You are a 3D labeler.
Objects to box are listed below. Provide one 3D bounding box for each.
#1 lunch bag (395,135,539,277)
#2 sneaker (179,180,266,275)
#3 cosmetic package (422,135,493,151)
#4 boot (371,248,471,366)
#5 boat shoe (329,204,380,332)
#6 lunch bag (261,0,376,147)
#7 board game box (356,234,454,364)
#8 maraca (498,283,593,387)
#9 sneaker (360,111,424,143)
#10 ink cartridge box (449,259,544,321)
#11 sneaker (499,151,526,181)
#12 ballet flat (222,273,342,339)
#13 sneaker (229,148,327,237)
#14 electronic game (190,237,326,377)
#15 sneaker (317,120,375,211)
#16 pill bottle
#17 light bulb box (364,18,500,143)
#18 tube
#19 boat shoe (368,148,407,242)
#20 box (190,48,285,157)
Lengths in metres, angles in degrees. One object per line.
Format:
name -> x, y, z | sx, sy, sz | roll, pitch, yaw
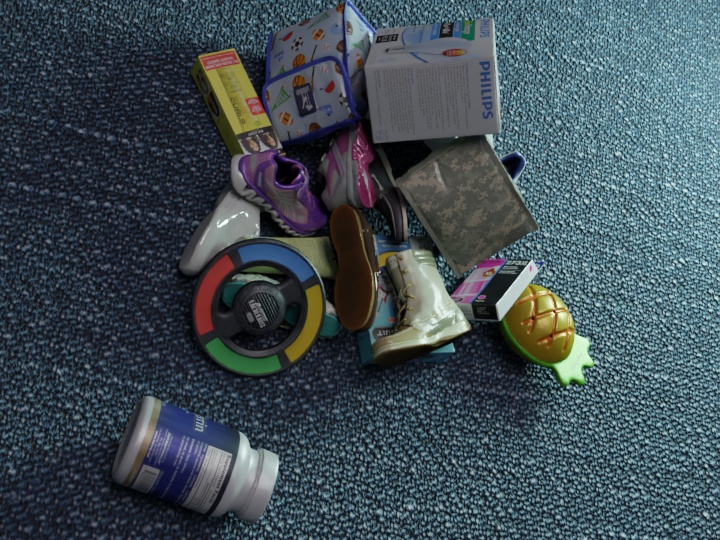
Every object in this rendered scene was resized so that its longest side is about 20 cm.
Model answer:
lunch bag -> 0.166, -0.121, 1.586 | 0.201, 0.162, 0.118 | 54, 11, -31
sneaker -> -0.194, -0.056, 1.480 | 0.088, 0.075, 0.202 | 42, 52, -17
cosmetic package -> 0.167, -0.243, 1.705 | 0.150, 0.051, 0.202 | 40, 30, -22
boot -> 0.068, 0.052, 1.496 | 0.198, 0.072, 0.157 | -14, 74, -42
boat shoe -> 0.000, 0.000, 1.496 | 0.070, 0.069, 0.204 | 32, 49, -55
lunch bag -> -0.066, -0.309, 1.594 | 0.123, 0.167, 0.204 | 33, 51, -50
board game box -> 0.059, 0.044, 1.572 | 0.148, 0.047, 0.204 | 1, 66, -27
maraca -> 0.307, 0.105, 1.635 | 0.200, 0.107, 0.137 | 44, 54, -2
sneaker -> 0.030, -0.263, 1.702 | 0.197, 0.074, 0.081 | 25, 69, -9
ink cartridge box -> 0.224, 0.020, 1.621 | 0.200, 0.093, 0.038 | -40, 123, -48
sneaker -> 0.216, -0.146, 1.725 | 0.075, 0.088, 0.200 | 44, 55, -3
ballet flat -> -0.119, 0.048, 1.476 | 0.197, 0.072, 0.073 | 22, 57, -19
sneaker -> -0.107, -0.122, 1.510 | 0.199, 0.087, 0.082 | 35, 42, -43
electronic game -> -0.144, 0.054, 1.407 | 0.196, 0.042, 0.204 | -4, 104, -15
sneaker -> -0.030, -0.176, 1.585 | 0.082, 0.087, 0.203 | 55, 26, -43
pill bottle -> -0.213, 0.252, 1.285 | 0.197, 0.116, 0.117 | 24, 57, -16
light bulb box -> 0.118, -0.299, 1.544 | 0.196, 0.127, 0.199 | -4, 30, 9
tube -> -0.107, -0.020, 1.506 | 0.198, 0.051, 0.059 | 1, 105, -47
boat shoe -> 0.031, -0.118, 1.610 | 0.061, 0.073, 0.202 | -11, 50, -9
box -> -0.197, -0.254, 1.583 | 0.074, 0.050, 0.203 | -18, 75, -32
